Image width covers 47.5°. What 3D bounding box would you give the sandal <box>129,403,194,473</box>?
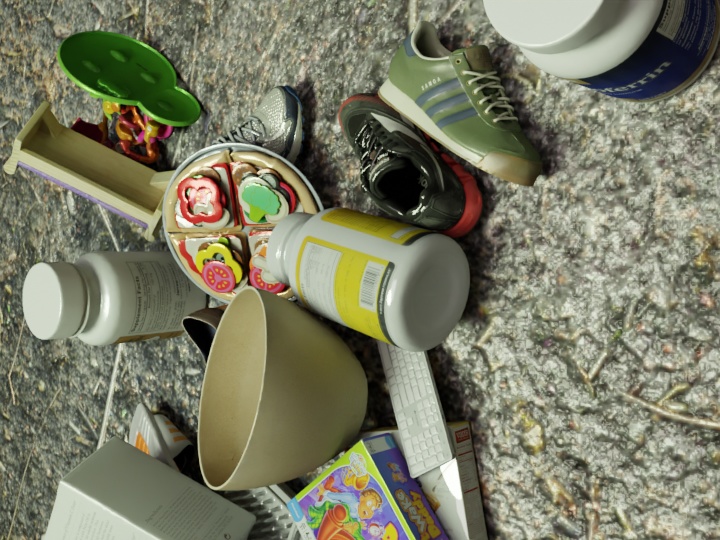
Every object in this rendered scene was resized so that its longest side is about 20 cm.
[{"bbox_3d":[-0.239,0.257,1.053,0.207,0.059,0.079,49,125,38],"label":"sandal"}]

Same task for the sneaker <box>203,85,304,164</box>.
[{"bbox_3d":[-0.136,-0.126,0.939,0.077,0.085,0.200,52,120,35],"label":"sneaker"}]

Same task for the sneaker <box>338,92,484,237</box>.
[{"bbox_3d":[0.031,-0.111,0.799,0.201,0.098,0.071,51,122,28],"label":"sneaker"}]

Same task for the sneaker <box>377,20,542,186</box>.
[{"bbox_3d":[0.099,-0.164,0.759,0.200,0.067,0.090,42,121,34],"label":"sneaker"}]

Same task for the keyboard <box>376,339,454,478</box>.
[{"bbox_3d":[0.047,0.101,0.817,0.056,0.011,0.201,-32,57,32],"label":"keyboard"}]

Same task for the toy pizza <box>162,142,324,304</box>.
[{"bbox_3d":[-0.133,-0.043,0.915,0.199,0.032,0.201,6,114,12],"label":"toy pizza"}]

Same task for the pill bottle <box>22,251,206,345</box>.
[{"bbox_3d":[-0.301,0.033,1.010,0.114,0.200,0.115,1,92,40],"label":"pill bottle"}]

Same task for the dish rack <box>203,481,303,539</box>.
[{"bbox_3d":[-0.116,0.315,0.965,0.200,0.043,0.172,33,112,34],"label":"dish rack"}]

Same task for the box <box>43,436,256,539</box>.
[{"bbox_3d":[-0.245,0.314,0.929,0.200,0.106,0.153,28,113,9],"label":"box"}]

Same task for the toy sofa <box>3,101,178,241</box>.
[{"bbox_3d":[-0.336,-0.115,1.035,0.098,0.200,0.083,-49,20,45],"label":"toy sofa"}]

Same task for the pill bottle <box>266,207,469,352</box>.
[{"bbox_3d":[0.000,0.000,0.805,0.200,0.112,0.112,19,103,43],"label":"pill bottle"}]

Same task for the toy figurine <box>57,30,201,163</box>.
[{"bbox_3d":[-0.321,-0.186,1.095,0.200,0.150,0.184,35,129,7],"label":"toy figurine"}]

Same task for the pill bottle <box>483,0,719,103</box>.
[{"bbox_3d":[0.181,-0.194,0.605,0.115,0.200,0.116,1,91,40],"label":"pill bottle"}]

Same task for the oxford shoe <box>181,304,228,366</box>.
[{"bbox_3d":[-0.140,0.117,0.960,0.200,0.073,0.071,40,115,31],"label":"oxford shoe"}]

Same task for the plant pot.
[{"bbox_3d":[-0.072,0.128,0.837,0.200,0.134,0.201,-43,40,52],"label":"plant pot"}]

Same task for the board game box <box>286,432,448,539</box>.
[{"bbox_3d":[0.022,0.281,0.796,0.134,0.045,0.200,-46,62,31],"label":"board game box"}]

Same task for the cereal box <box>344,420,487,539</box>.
[{"bbox_3d":[0.057,0.257,0.822,0.144,0.039,0.201,-15,82,39],"label":"cereal box"}]
